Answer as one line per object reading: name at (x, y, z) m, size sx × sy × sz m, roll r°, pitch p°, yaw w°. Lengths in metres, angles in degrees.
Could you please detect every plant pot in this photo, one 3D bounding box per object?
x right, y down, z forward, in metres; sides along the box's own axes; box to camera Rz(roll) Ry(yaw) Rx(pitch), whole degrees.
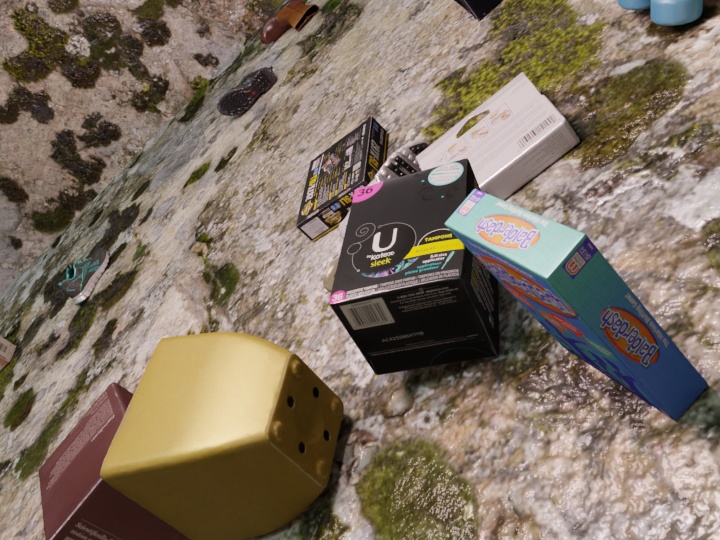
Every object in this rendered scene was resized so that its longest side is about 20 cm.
plant pot at (-0.137, 0.190, 0.853) m, size 0.200 × 0.194 × 0.196 m, roll -16°, pitch 40°, yaw 30°

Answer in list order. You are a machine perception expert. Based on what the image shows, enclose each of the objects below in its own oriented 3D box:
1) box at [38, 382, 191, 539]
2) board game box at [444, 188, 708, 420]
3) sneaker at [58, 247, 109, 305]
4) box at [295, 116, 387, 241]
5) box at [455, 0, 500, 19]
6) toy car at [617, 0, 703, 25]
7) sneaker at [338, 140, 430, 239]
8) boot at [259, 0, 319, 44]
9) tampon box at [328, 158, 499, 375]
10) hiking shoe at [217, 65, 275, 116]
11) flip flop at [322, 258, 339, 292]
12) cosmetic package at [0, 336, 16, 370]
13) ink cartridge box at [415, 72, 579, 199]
box at (-0.311, 0.288, 0.981) m, size 0.164 × 0.166 × 0.200 m, roll -50°, pitch 28°, yaw -6°
board game box at (0.176, 0.026, 0.604) m, size 0.045 × 0.200 × 0.152 m, roll -48°, pitch 28°, yaw -1°
sneaker at (-0.788, -0.001, 2.069) m, size 0.077 × 0.091 × 0.200 m, roll -26°, pitch 35°, yaw 33°
box at (-0.030, -0.164, 1.280) m, size 0.160 × 0.049 × 0.200 m, roll -33°, pitch 32°, yaw 30°
box at (0.241, -0.610, 1.384) m, size 0.200 × 0.123 × 0.199 m, roll -40°, pitch 28°, yaw 14°
toy car at (0.435, -0.431, 0.897) m, size 0.199 × 0.185 × 0.177 m, roll -16°, pitch 32°, yaw -1°
sneaker at (0.035, -0.120, 1.118) m, size 0.200 × 0.075 × 0.081 m, roll -50°, pitch 20°, yaw -4°
boot at (-0.229, -0.787, 2.332) m, size 0.188 × 0.069 × 0.200 m, roll -40°, pitch 36°, yaw -2°
tampon box at (0.069, -0.006, 0.829) m, size 0.149 × 0.126 × 0.200 m, roll -13°, pitch 41°, yaw 21°
hiking shoe at (-0.329, -0.523, 2.122) m, size 0.200 × 0.076 × 0.101 m, roll -31°, pitch 23°, yaw 11°
flip flop at (0.000, 0.000, 1.024) m, size 0.200 × 0.058 × 0.081 m, roll 5°, pitch 58°, yaw 56°
cosmetic package at (-1.163, 0.289, 2.214) m, size 0.200 × 0.103 × 0.087 m, roll -42°, pitch 28°, yaw 13°
ink cartridge box at (0.179, -0.164, 0.995) m, size 0.200 × 0.045 × 0.176 m, roll -37°, pitch 31°, yaw 18°
